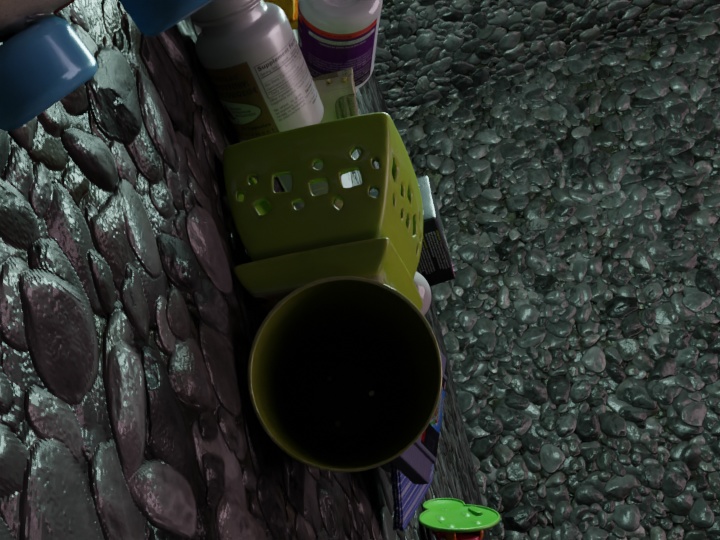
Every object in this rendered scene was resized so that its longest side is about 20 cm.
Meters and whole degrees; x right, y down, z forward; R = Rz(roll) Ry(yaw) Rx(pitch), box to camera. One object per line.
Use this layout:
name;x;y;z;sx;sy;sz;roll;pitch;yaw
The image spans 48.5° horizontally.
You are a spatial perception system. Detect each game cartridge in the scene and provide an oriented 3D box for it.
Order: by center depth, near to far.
game cartridge;0.076;0.179;1.111;0.130;0.038;0.201;46;44;-40

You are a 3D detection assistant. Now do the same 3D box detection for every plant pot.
plant pot;-0.016;0.122;0.854;0.200;0.186;0.188;92;-16;-74
plant pot;-0.033;-0.035;0.910;0.199;0.199;0.182;58;26;-60

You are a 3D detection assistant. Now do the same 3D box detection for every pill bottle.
pill bottle;-0.128;-0.251;0.939;0.115;0.114;0.200;-95;165;-51
pill bottle;-0.032;-0.324;1.113;0.200;0.112;0.113;100;-21;-67

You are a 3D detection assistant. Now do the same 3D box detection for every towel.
towel;0.074;0.264;1.183;0.145;0.024;0.201;-40;131;-56

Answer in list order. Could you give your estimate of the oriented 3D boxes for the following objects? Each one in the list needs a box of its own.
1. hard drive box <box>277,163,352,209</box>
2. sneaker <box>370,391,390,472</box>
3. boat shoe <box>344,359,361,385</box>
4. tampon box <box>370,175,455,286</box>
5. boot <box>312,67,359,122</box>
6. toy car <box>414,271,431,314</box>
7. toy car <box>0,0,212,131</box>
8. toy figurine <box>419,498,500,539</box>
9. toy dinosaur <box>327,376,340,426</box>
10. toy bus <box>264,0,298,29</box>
hard drive box;-0.073;-0.161;1.234;0.200;0.077;0.156;64;13;-49
sneaker;0.016;0.237;1.159;0.092;0.075;0.200;-61;143;-45
boat shoe;0.012;0.048;1.000;0.074;0.075;0.201;-29;-130;55
tampon box;0.041;-0.046;1.333;0.150;0.199;0.127;-91;163;-56
boot;-0.086;-0.252;1.063;0.072;0.154;0.201;-82;156;-70
toy car;-0.005;0.013;1.189;0.150;0.175;0.201;-28;-104;62
toy car;-0.195;-0.194;0.451;0.185;0.177;0.200;56;-14;-19
toy figurine;0.181;0.546;1.503;0.200;0.150;0.185;178;-91;-75
toy dinosaur;-0.036;0.120;1.044;0.106;0.060;0.201;22;71;-87
toy bus;-0.140;-0.415;1.155;0.200;0.135;0.192;-97;-179;-48
